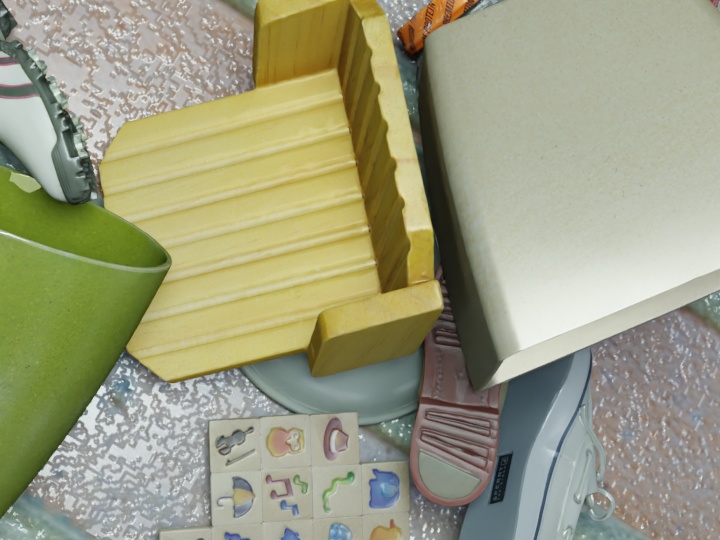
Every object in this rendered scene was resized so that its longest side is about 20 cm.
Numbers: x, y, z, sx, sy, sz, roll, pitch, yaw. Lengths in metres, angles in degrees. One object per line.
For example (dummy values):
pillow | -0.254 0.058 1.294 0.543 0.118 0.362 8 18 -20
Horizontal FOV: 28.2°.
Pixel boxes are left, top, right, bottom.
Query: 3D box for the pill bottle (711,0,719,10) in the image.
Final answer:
pill bottle | 0.286 -0.156 0.955 0.111 0.200 0.114 1 84 -15

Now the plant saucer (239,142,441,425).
plant saucer | 0.000 0.000 0.940 0.198 0.050 0.203 2 84 -16

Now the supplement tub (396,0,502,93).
supplement tub | 0.120 -0.108 0.946 0.122 0.122 0.201 -39 96 -15

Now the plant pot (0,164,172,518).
plant pot | -0.229 0.052 0.820 0.185 0.187 0.202 21 99 -12

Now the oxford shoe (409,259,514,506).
oxford shoe | 0.070 0.047 0.921 0.070 0.075 0.202 16 88 2

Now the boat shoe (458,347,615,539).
boat shoe | 0.128 0.136 0.938 0.086 0.074 0.203 39 51 -26

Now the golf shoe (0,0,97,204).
golf shoe | -0.230 -0.109 0.869 0.088 0.077 0.201 -34 73 -8

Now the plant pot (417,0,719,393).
plant pot | 0.127 -0.059 0.801 0.198 0.200 0.179 -22 80 -3

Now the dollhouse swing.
dollhouse swing | -0.065 -0.043 0.837 0.174 0.182 0.202 -9 77 -7

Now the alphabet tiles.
alphabet tiles | -0.046 0.194 0.921 0.165 0.008 0.203 -2 90 -15
